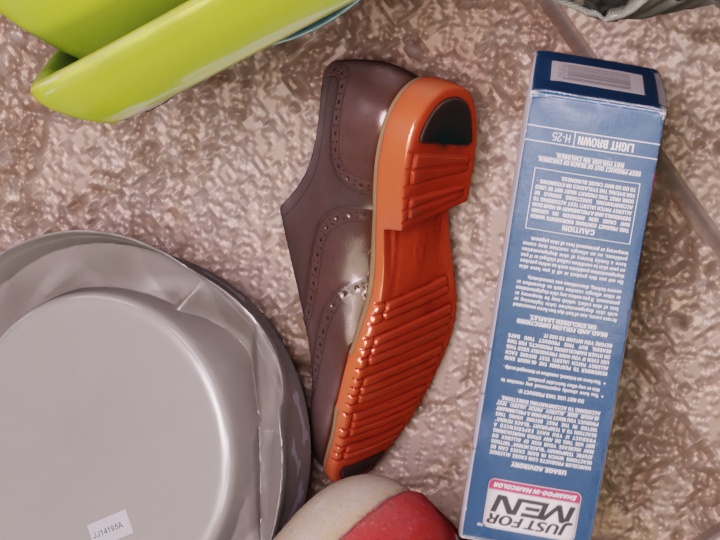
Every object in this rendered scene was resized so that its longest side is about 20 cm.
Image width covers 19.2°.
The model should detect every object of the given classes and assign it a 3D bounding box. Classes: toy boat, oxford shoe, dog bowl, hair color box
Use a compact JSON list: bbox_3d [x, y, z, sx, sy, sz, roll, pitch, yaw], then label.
[{"bbox_3d":[0.019,0.180,0.940,0.131,0.200,0.131,40,86,21],"label":"toy boat"},{"bbox_3d":[0.000,0.000,0.978,0.072,0.071,0.201,24,112,31],"label":"oxford shoe"},{"bbox_3d":[-0.112,0.081,0.980,0.199,0.059,0.201,1,93,25],"label":"dog bowl"},{"bbox_3d":[0.089,0.013,0.940,0.060,0.100,0.201,10,106,4],"label":"hair color box"}]

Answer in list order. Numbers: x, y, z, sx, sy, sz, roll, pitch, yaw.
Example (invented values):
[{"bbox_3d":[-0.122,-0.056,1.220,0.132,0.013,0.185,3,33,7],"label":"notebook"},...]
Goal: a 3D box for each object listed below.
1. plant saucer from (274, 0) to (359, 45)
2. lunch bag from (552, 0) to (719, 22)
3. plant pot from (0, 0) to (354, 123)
[{"bbox_3d":[-0.063,-0.198,0.944,0.199,0.027,0.201,2,106,8],"label":"plant saucer"},{"bbox_3d":[0.095,-0.190,0.800,0.117,0.164,0.201,-25,89,26],"label":"lunch bag"},{"bbox_3d":[-0.075,-0.180,0.840,0.198,0.200,0.182,-27,107,14],"label":"plant pot"}]
